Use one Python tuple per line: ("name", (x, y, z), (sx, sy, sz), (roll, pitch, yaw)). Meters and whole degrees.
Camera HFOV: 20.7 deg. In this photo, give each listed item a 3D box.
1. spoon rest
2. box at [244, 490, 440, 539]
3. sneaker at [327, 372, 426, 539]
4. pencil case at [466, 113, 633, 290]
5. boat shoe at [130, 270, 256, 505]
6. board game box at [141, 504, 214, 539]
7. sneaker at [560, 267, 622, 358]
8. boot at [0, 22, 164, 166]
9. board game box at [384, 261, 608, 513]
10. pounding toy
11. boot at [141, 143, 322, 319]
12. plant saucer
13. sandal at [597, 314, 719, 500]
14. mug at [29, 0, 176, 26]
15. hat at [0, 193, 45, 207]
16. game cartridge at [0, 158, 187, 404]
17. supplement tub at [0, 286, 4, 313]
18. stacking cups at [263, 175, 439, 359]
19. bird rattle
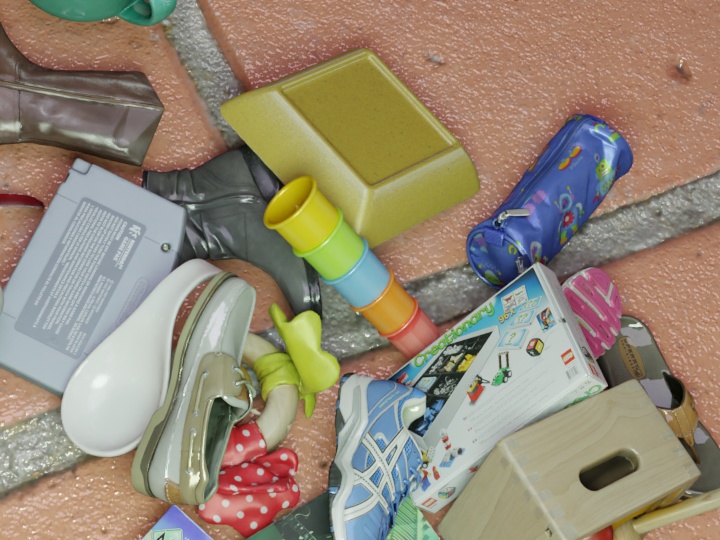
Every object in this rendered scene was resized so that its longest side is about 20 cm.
("spoon rest", (-0.181, 0.070, 1.685), (0.099, 0.061, 0.201), (25, 71, 30))
("box", (-0.022, 0.267, 1.671), (0.199, 0.036, 0.145), (-28, 70, -24))
("sneaker", (0.014, 0.177, 1.660), (0.076, 0.076, 0.202), (2, 61, 5))
("pencil case", (0.179, -0.067, 1.869), (0.078, 0.087, 0.200), (24, 56, 29))
("boat shoe", (-0.122, 0.101, 1.649), (0.068, 0.075, 0.202), (14, 77, 25))
("board game box", (-0.125, 0.307, 1.605), (0.200, 0.029, 0.135), (39, 79, 17))
("sneaker", (0.165, 0.078, 1.782), (0.074, 0.087, 0.201), (43, 58, -17))
("boot", (-0.281, -0.192, 1.864), (0.198, 0.064, 0.188), (4, 73, -5))
("board game box", (0.107, 0.102, 1.702), (0.035, 0.200, 0.127), (27, 32, -46))
("pounding toy", (0.206, 0.197, 1.659), (0.199, 0.185, 0.143), (-21, 66, -31))
("boot", (-0.120, -0.019, 1.806), (0.131, 0.070, 0.201), (-19, 59, -13))
("plant saucer", (0.000, -0.129, 1.856), (0.200, 0.049, 0.199), (47, 44, 16))
("sandal", (0.275, 0.121, 1.798), (0.081, 0.055, 0.201), (-13, 64, -17))
("mug", (-0.266, -0.304, 1.901), (0.150, 0.115, 0.187), (-6, 63, -14))
("hat", (-0.412, -0.039, 1.730), (0.200, 0.166, 0.176), (-44, 101, 2))
("game cartridge", (-0.240, 0.014, 1.749), (0.132, 0.041, 0.201), (25, 75, 8))
("supplement tub", (-0.404, 0.067, 1.644), (0.144, 0.146, 0.201), (27, 64, 5))
("stacking cups", (0.000, 0.000, 1.758), (0.200, 0.060, 0.061), (44, 54, -28))
("bird rattle", (-0.105, 0.125, 1.723), (0.162, 0.113, 0.201), (21, 72, 15))
